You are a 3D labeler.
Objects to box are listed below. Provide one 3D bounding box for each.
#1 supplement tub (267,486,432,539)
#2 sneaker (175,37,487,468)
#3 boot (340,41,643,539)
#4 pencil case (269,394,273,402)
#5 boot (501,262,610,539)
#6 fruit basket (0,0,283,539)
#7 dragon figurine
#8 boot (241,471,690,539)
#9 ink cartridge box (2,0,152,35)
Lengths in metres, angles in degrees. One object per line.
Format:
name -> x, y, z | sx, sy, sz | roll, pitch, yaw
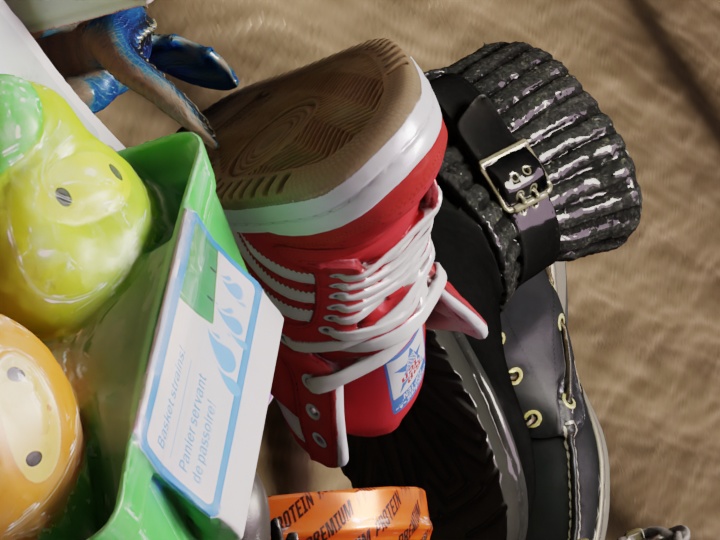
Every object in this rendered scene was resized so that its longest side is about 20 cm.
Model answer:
supplement tub -> -0.015, 0.179, 0.970 | 0.122, 0.122, 0.202 | 13, 69, -69
sneaker -> 0.000, 0.000, 0.835 | 0.113, 0.071, 0.200 | 54, -14, -11
boot -> 0.055, 0.010, 1.159 | 0.157, 0.079, 0.212 | -13, 80, -44
pencil case -> -0.061, 0.018, 0.974 | 0.086, 0.084, 0.200 | -65, 175, 30
boot -> 0.048, 0.039, 1.282 | 0.154, 0.073, 0.205 | 30, 50, -62
fruit basket -> -0.097, -0.001, 0.683 | 0.186, 0.093, 0.200 | -80, 149, -42
dragon figurine -> -0.075, -0.076, 0.885 | 0.099, 0.199, 0.059 | -23, 104, -30
boot -> 0.018, 0.100, 0.843 | 0.201, 0.173, 0.070 | 95, -19, -53
ink cartridge box -> -0.064, -0.169, 0.816 | 0.200, 0.083, 0.146 | -42, 115, -52
